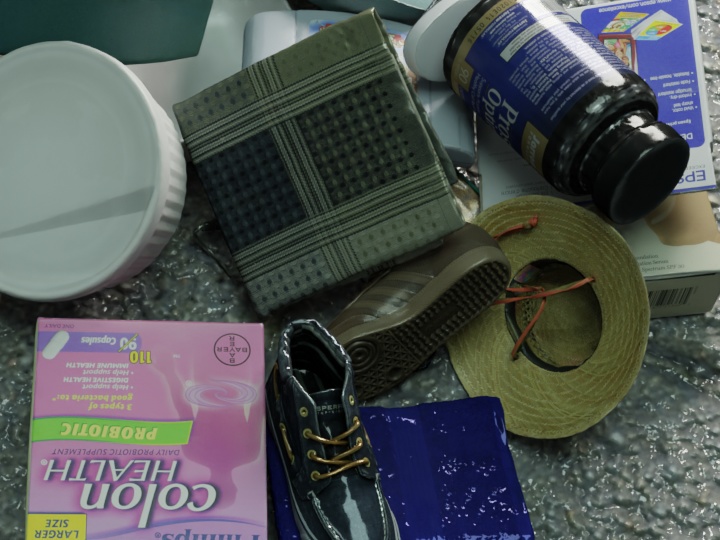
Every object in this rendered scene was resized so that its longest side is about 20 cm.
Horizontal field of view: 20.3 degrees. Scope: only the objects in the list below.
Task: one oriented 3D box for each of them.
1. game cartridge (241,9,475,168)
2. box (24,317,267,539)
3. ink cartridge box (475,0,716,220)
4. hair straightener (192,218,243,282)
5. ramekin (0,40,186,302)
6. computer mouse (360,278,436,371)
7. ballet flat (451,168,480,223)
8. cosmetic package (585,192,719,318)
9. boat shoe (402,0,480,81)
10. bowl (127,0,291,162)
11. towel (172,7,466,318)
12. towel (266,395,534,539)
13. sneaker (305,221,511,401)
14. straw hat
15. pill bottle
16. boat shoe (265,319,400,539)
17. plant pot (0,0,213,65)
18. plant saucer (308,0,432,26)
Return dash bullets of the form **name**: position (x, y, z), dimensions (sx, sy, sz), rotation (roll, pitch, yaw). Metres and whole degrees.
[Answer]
- **game cartridge**: position (-0.002, -0.155, 1.685), dimensions (0.198, 0.042, 0.134), rotation (8, 58, -10)
- **box**: position (-0.161, 0.145, 1.513), dimensions (0.174, 0.097, 0.201), rotation (2, 58, -7)
- **ink cartridge box**: position (0.194, -0.132, 1.696), dimensions (0.196, 0.047, 0.201), rotation (-7, 63, 11)
- **hair straightener**: position (-0.042, -0.028, 1.644), dimensions (0.198, 0.041, 0.078), rotation (-5, 64, 13)
- **ramekin**: position (-0.230, -0.073, 1.601), dimensions (0.201, 0.094, 0.204), rotation (-2, 83, 17)
- **computer mouse**: position (0.000, 0.000, 1.671), dimensions (0.058, 0.034, 0.200), rotation (-29, 67, -25)
- **ballet flat**: position (0.036, -0.089, 1.716), dimensions (0.067, 0.068, 0.200), rotation (-35, 67, -19)
- **cosmetic package**: position (0.238, -0.062, 1.726), dimensions (0.104, 0.071, 0.201), rotation (-6, 59, -12)
- **boat shoe**: position (0.096, -0.228, 1.707), dimensions (0.068, 0.072, 0.200), rotation (23, 52, 39)
- **bowl**: position (-0.152, -0.176, 1.734), dimensions (0.199, 0.075, 0.201), rotation (-16, 61, -19)
- **towel**: position (-0.031, -0.084, 1.602), dimensions (0.199, 0.035, 0.194), rotation (-23, 91, 20)
- **towel**: position (0.026, 0.172, 1.561), dimensions (0.198, 0.050, 0.148), rotation (-3, 51, -10)
- **sneaker**: position (0.027, 0.034, 1.622), dimensions (0.199, 0.071, 0.076), rotation (-32, 41, 0)
- **straw hat**: position (0.166, 0.037, 1.638), dimensions (0.085, 0.201, 0.202), rotation (7, 44, -55)
- **pill bottle**: position (0.167, -0.132, 1.613), dimensions (0.111, 0.112, 0.200), rotation (-28, 57, -24)
- **boat shoe**: position (-0.023, 0.135, 1.493), dimensions (0.070, 0.091, 0.201), rotation (-15, 55, -19)
- **plant pot**: position (-0.217, -0.253, 1.635), dimensions (0.198, 0.142, 0.142), rotation (11, 36, -13)
- **plant saucer**: position (-0.012, -0.252, 1.781), dimensions (0.200, 0.039, 0.201), rotation (23, 15, -6)
